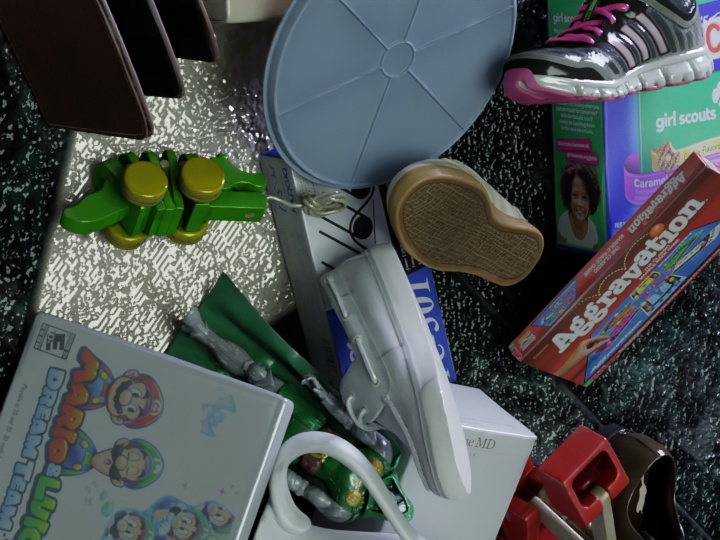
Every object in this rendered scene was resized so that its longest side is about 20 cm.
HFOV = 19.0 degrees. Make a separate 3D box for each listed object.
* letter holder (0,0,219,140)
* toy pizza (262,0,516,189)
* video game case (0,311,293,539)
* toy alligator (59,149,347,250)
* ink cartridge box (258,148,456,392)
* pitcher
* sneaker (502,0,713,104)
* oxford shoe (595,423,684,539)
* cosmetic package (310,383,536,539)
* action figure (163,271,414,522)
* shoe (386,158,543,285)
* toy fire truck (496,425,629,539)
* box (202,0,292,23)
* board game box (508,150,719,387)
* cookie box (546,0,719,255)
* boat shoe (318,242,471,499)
[{"bbox_3d":[-0.160,-0.193,1.302,0.100,0.142,0.201,-35,115,-26],"label":"letter holder"},{"bbox_3d":[0.017,-0.146,1.420,0.199,0.032,0.202,-21,132,-25],"label":"toy pizza"},{"bbox_3d":[-0.157,0.147,1.349,0.024,0.181,0.202,38,71,-72],"label":"video game case"},{"bbox_3d":[-0.106,-0.055,1.411,0.198,0.059,0.055,-6,58,-25],"label":"toy alligator"},{"bbox_3d":[0.000,0.000,1.505,0.093,0.044,0.202,-24,110,-29],"label":"ink cartridge box"},{"bbox_3d":[0.013,0.203,1.374,0.199,0.121,0.173,25,121,1],"label":"pitcher"},{"bbox_3d":[0.169,-0.165,1.496,0.199,0.073,0.088,-15,102,-39],"label":"sneaker"},{"bbox_3d":[0.208,0.227,1.665,0.072,0.084,0.202,-5,102,-36],"label":"oxford shoe"},{"bbox_3d":[0.029,0.180,1.501,0.107,0.085,0.202,10,109,-35],"label":"cosmetic package"},{"bbox_3d":[-0.046,0.104,1.422,0.199,0.055,0.119,35,86,4],"label":"action figure"},{"bbox_3d":[0.063,-0.037,1.498,0.070,0.053,0.200,-50,150,7],"label":"shoe"},{"bbox_3d":[0.145,0.184,1.561,0.049,0.141,0.201,-42,130,-22],"label":"toy fire truck"},{"bbox_3d":[-0.026,-0.216,1.433,0.199,0.077,0.096,-10,103,-34],"label":"box"},{"bbox_3d":[0.206,0.003,1.591,0.200,0.019,0.103,-48,143,17],"label":"board game box"},{"bbox_3d":[0.228,-0.124,1.630,0.170,0.075,0.202,-11,103,-32],"label":"cookie box"},{"bbox_3d":[0.019,0.069,1.401,0.068,0.201,0.072,-22,148,4],"label":"boat shoe"}]
